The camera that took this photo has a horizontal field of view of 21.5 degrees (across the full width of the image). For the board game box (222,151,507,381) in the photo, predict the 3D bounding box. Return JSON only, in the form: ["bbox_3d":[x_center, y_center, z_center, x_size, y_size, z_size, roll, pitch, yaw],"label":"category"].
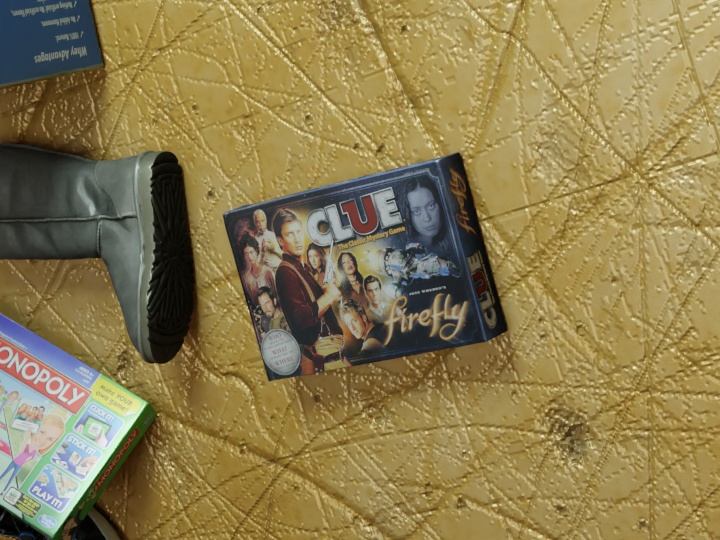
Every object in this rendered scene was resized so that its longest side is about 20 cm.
[{"bbox_3d":[0.000,0.000,1.407,0.199,0.035,0.136,-13,95,34],"label":"board game box"}]

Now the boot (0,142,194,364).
[{"bbox_3d":[-0.233,-0.017,1.527,0.199,0.072,0.183,-1,88,25],"label":"boot"}]

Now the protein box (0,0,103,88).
[{"bbox_3d":[-0.327,-0.231,1.451,0.134,0.198,0.201,-7,99,33],"label":"protein box"}]

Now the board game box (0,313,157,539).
[{"bbox_3d":[-0.285,0.122,1.572,0.199,0.029,0.135,28,74,23],"label":"board game box"}]

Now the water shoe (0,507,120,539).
[{"bbox_3d":[-0.278,0.215,1.610,0.200,0.079,0.072,48,122,13],"label":"water shoe"}]
